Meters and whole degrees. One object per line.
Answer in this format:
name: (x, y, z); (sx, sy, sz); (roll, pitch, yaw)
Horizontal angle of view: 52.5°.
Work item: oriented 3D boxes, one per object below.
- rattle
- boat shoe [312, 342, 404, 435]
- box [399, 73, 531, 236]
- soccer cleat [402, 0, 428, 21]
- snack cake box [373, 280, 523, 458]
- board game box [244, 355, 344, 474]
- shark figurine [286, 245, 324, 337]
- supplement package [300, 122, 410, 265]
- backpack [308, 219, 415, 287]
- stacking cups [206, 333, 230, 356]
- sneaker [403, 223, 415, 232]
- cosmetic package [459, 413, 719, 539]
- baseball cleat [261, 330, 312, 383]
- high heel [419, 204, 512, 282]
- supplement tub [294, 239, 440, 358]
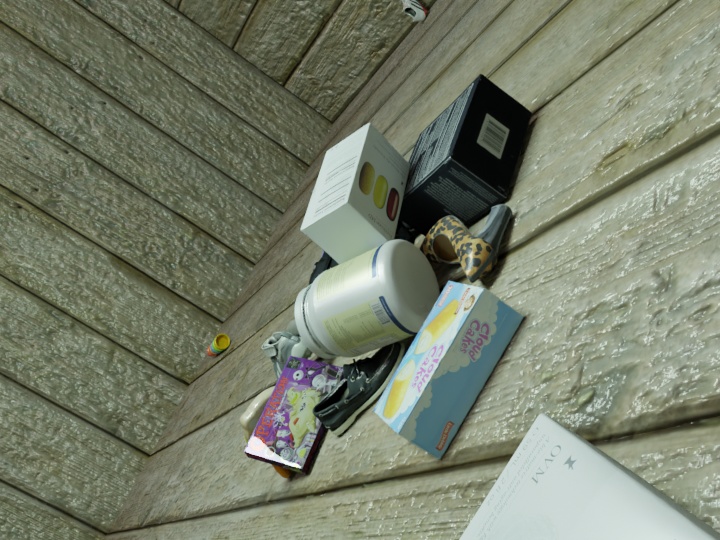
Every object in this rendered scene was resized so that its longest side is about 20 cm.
rattle: (-0.115, 0.269, 1.365); (0.199, 0.132, 0.142); (-30, 20, -28)
boat shoe: (-0.008, 0.179, 1.172); (0.200, 0.066, 0.075); (-50, 14, 27)
box: (0.169, -0.183, 1.240); (0.198, 0.123, 0.201); (-36, 26, 55)
soccer cleat: (0.208, -1.146, 3.126); (0.085, 0.201, 0.069); (-27, -14, -25)
snack cake box: (0.106, 0.118, 0.910); (0.201, 0.067, 0.115); (-59, 13, -5)
board game box: (-0.112, 0.251, 1.296); (0.119, 0.032, 0.201); (6, 54, 26)
shark figurine: (-0.087, 0.053, 1.408); (0.128, 0.089, 0.217); (35, 111, 39)
supplement package: (-0.004, -0.123, 1.203); (0.109, 0.114, 0.201); (-27, 35, 36)
backpack: (0.000, 0.000, 1.319); (0.199, 0.154, 0.191); (-19, 29, 46)
stacking cups: (-0.568, 0.303, 2.871); (0.200, 0.060, 0.061); (-39, 22, 57)
sneaker: (0.064, -0.083, 1.456); (0.200, 0.075, 0.106); (-47, 15, 6)
cosmetic package: (0.139, 0.227, 0.438); (0.201, 0.122, 0.200); (-57, 15, 0)
baseball cleat: (-0.157, 0.190, 1.500); (0.070, 0.106, 0.201); (-55, -9, -47)
high heel: (0.132, -0.017, 1.098); (0.199, 0.071, 0.143); (-27, 26, 48)
supplement tub: (0.009, 0.051, 1.135); (0.199, 0.145, 0.146); (-24, 31, 33)
